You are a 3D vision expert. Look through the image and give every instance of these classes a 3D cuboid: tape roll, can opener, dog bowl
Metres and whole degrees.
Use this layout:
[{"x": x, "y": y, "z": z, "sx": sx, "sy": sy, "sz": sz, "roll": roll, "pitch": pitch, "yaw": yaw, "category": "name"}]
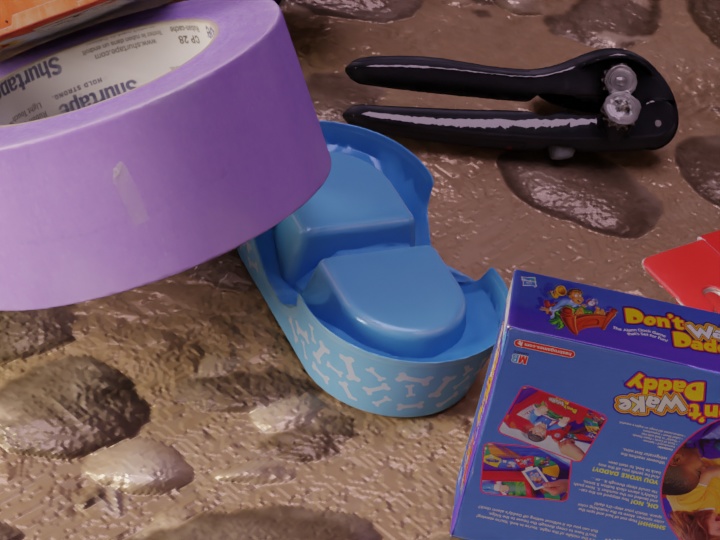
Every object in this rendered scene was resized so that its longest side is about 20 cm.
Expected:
[{"x": -0.121, "y": -0.061, "z": 1.322, "sx": 0.200, "sy": 0.085, "sz": 0.200, "roll": -17, "pitch": 18, "yaw": 6, "category": "tape roll"}, {"x": 0.088, "y": -0.094, "z": 1.536, "sx": 0.200, "sy": 0.079, "sz": 0.063, "roll": -2, "pitch": 79, "yaw": -14, "category": "can opener"}, {"x": 0.000, "y": 0.000, "z": 1.386, "sx": 0.111, "sy": 0.050, "sz": 0.200, "roll": -7, "pitch": 42, "yaw": -25, "category": "dog bowl"}]

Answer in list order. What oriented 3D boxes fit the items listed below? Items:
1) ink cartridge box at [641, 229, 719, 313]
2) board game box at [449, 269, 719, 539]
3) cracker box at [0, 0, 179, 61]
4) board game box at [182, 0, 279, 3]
[{"x": 0.248, "y": 0.027, "z": 1.410, "sx": 0.200, "sy": 0.067, "sz": 0.116, "roll": -15, "pitch": 45, "yaw": -32, "category": "ink cartridge box"}, {"x": 0.153, "y": 0.084, "z": 1.255, "sx": 0.200, "sy": 0.135, "sz": 0.045, "roll": 12, "pitch": 38, "yaw": -2, "category": "board game box"}, {"x": -0.165, "y": -0.151, "z": 1.400, "sx": 0.134, "sy": 0.058, "sz": 0.200, "roll": -21, "pitch": 2, "yaw": -1, "category": "cracker box"}, {"x": -0.096, "y": -0.223, "z": 1.631, "sx": 0.134, "sy": 0.045, "sz": 0.200, "roll": 17, "pitch": 38, "yaw": 5, "category": "board game box"}]
